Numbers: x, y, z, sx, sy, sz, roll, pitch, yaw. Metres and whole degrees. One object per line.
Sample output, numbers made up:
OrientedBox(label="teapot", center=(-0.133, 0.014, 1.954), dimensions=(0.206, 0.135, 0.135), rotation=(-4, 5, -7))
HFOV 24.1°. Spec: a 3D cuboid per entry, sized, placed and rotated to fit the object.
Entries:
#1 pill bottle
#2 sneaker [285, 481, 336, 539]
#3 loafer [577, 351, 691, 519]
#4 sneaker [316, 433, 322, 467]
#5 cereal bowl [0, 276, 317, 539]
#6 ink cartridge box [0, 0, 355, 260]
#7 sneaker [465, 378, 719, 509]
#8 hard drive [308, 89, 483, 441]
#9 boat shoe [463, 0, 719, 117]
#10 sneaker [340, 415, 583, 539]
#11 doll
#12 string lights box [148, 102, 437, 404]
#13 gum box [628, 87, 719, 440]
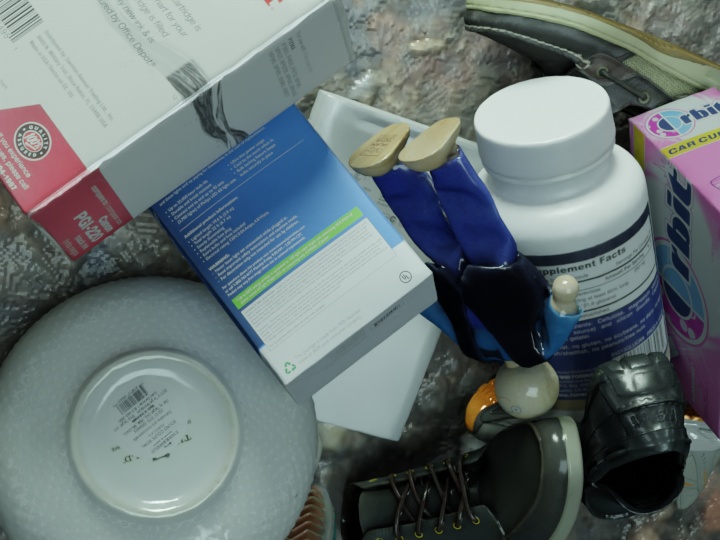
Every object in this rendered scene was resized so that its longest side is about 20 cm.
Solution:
OrientedBox(label="pill bottle", center=(0.127, -0.014, 1.050), dimensions=(0.111, 0.111, 0.200), rotation=(-21, 123, -12))
OrientedBox(label="sneaker", center=(-0.053, 0.224, 1.054), dimensions=(0.071, 0.200, 0.080), rotation=(-2, 130, 14))
OrientedBox(label="loafer", center=(0.164, 0.118, 1.031), dimensions=(0.068, 0.070, 0.201), rotation=(-11, 153, -3))
OrientedBox(label="sneaker", center=(-0.119, 0.143, 1.052), dimensions=(0.200, 0.075, 0.085), rotation=(-37, 110, -9))
OrientedBox(label="cereal bowl", center=(-0.121, 0.099, 0.984), dimensions=(0.200, 0.083, 0.200), rotation=(1, 82, -9))
OrientedBox(label="ink cartridge box", center=(-0.124, -0.125, 0.920), dimensions=(0.200, 0.085, 0.146), rotation=(-37, 70, -4))
OrientedBox(label="sneaker", center=(0.161, 0.126, 1.146), dimensions=(0.200, 0.076, 0.092), rotation=(7, 109, -20))
OrientedBox(label="hard drive", center=(0.000, 0.000, 1.073), dimensions=(0.132, 0.026, 0.200), rotation=(17, 101, -23))
OrientedBox(label="boat shoe", center=(0.150, -0.124, 1.060), dimensions=(0.200, 0.073, 0.065), rotation=(15, 96, -23))
OrientedBox(label="sneaker", center=(0.061, 0.147, 1.063), dimensions=(0.106, 0.200, 0.075), rotation=(6, 60, -18))
OrientedBox(label="doll", center=(0.066, 0.005, 0.994), dimensions=(0.048, 0.136, 0.200), rotation=(-49, 121, -34))
OrientedBox(label="string lights box", center=(-0.057, -0.036, 0.960), dimensions=(0.103, 0.059, 0.200), rotation=(-37, 74, -5))
OrientedBox(label="gum box", center=(0.228, 0.002, 1.076), dimensions=(0.066, 0.114, 0.200), rotation=(-20, 131, -13))
